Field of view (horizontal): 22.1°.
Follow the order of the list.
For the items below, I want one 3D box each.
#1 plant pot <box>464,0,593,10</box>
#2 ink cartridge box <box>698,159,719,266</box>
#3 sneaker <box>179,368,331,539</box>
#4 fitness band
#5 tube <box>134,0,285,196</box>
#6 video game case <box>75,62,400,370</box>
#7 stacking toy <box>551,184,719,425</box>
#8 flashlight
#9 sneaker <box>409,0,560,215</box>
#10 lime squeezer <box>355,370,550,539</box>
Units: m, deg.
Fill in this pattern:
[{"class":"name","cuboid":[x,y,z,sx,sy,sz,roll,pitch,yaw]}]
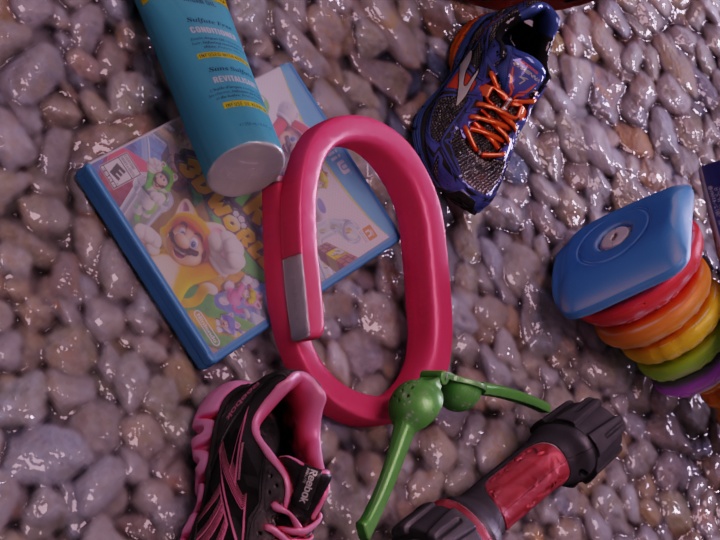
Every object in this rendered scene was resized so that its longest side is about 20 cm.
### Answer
[{"class":"plant pot","cuboid":[0.128,-0.312,1.385,0.200,0.200,0.196,13,68,-35]},{"class":"ink cartridge box","cuboid":[0.307,0.048,1.387,0.200,0.040,0.200,58,20,-50]},{"class":"sneaker","cuboid":[-0.054,0.145,1.044,0.079,0.095,0.201,20,58,-34]},{"class":"fitness band","cuboid":[0.000,0.000,1.186,0.143,0.037,0.201,10,72,-46]},{"class":"tube","cuboid":[-0.102,-0.138,1.176,0.077,0.050,0.201,10,45,-41]},{"class":"video game case","cuboid":[-0.072,-0.040,1.179,0.200,0.018,0.143,-33,90,-45]},{"class":"stacking toy","cuboid":[0.235,0.048,1.350,0.200,0.109,0.116,52,29,-22]},{"class":"flashlight","cuboid":[0.100,0.145,1.188,0.068,0.068,0.200,35,44,25]},{"class":"sneaker","cuboid":[0.093,-0.125,1.323,0.075,0.078,0.201,33,50,-22]},{"class":"lime squeezer","cuboid":[0.057,0.094,1.165,0.200,0.038,0.071,-28,90,-46]}]
